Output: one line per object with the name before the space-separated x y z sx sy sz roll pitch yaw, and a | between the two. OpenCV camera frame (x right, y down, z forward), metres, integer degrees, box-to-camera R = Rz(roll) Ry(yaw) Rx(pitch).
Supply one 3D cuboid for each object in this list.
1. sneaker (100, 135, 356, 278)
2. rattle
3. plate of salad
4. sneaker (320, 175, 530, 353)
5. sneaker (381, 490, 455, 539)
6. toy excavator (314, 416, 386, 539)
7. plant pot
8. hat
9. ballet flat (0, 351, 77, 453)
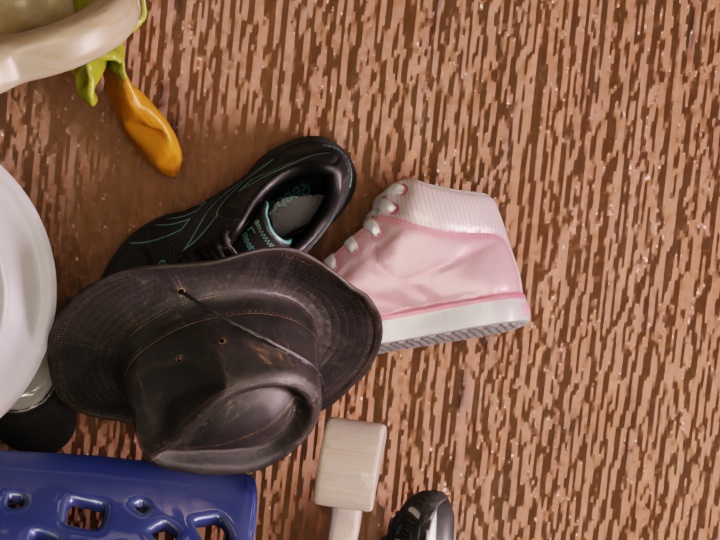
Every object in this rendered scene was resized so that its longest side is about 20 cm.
sneaker | -0.087 -0.014 1.430 0.200 0.079 0.076 -40 100 -3
rattle | -0.209 -0.091 1.368 0.200 0.130 0.144 -40 142 -41
plate of salad | -0.276 0.011 1.355 0.199 0.048 0.202 -1 99 -8
sneaker | 0.000 0.000 1.452 0.199 0.075 0.105 -10 84 -3
sneaker | 0.057 0.234 1.486 0.079 0.074 0.202 -10 103 -18
toy excavator | -0.018 0.206 1.423 0.099 0.195 0.201 7 71 5
plant pot | -0.164 0.238 1.353 0.199 0.180 0.201 5 123 -11
hat | -0.082 0.072 1.362 0.199 0.201 0.081 -1 54 -9
ballet flat | -0.227 0.025 1.414 0.068 0.068 0.201 -24 99 -8
